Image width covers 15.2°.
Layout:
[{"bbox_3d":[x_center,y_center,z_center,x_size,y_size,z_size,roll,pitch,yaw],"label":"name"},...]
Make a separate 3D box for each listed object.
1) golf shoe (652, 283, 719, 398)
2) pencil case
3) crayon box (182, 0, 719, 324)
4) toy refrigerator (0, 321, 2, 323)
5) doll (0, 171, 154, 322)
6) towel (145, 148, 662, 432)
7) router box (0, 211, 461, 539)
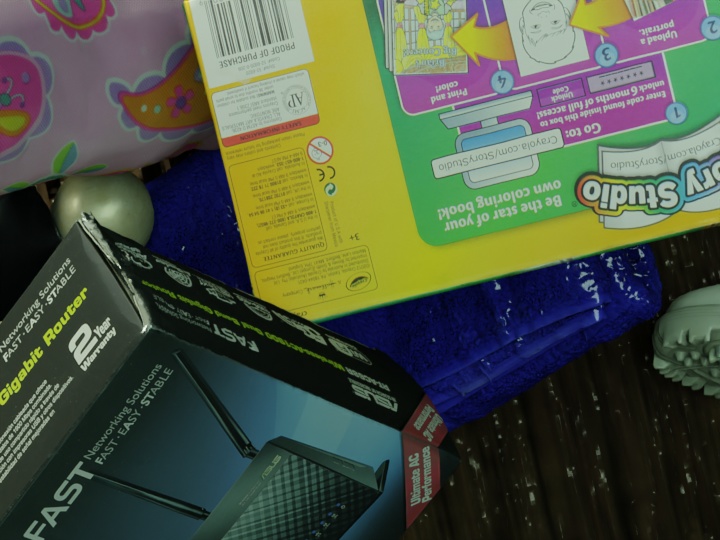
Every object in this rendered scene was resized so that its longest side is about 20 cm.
[{"bbox_3d":[0.207,0.000,1.099,0.198,0.078,0.098,-4,69,-15],"label":"golf shoe"},{"bbox_3d":[-0.132,-0.067,0.954,0.199,0.087,0.088,-16,88,-37],"label":"pencil case"},{"bbox_3d":[0.050,-0.059,0.918,0.199,0.058,0.120,-13,91,14],"label":"crayon box"},{"bbox_3d":[-0.123,0.064,0.987,0.198,0.070,0.076,-3,125,5],"label":"toy refrigerator"},{"bbox_3d":[-0.176,-0.005,1.015,0.198,0.049,0.137,-11,115,-2],"label":"doll"},{"bbox_3d":[0.000,0.000,1.010,0.199,0.050,0.148,-33,91,32],"label":"towel"},{"bbox_3d":[-0.083,0.095,0.882,0.149,0.062,0.200,25,109,-42],"label":"router box"}]
